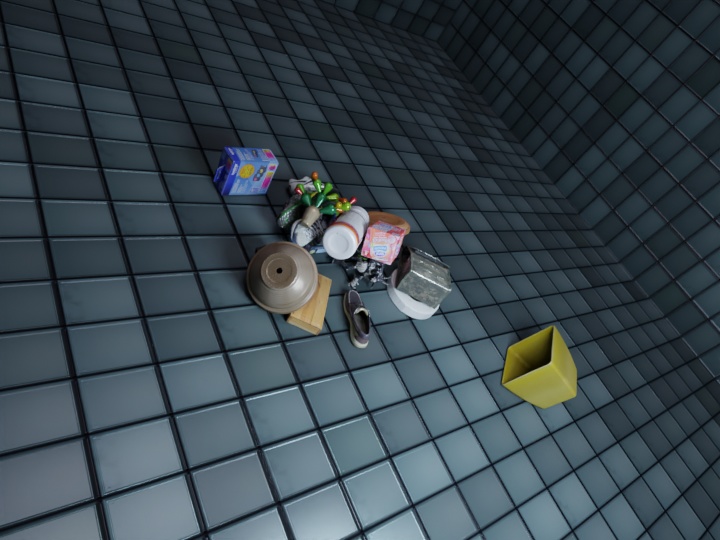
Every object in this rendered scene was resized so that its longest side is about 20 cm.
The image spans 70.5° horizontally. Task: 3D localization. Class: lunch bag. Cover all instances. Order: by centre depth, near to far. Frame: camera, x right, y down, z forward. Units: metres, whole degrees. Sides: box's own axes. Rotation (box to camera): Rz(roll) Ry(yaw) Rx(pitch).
[{"bbox_3d":[0.214,0.005,1.732,0.163,0.118,0.201,27,34,-14],"label":"lunch bag"}]

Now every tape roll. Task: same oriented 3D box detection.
[{"bbox_3d":[0.182,0.077,1.755,0.201,0.037,0.204,21,42,-21],"label":"tape roll"}]

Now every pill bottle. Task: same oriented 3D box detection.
[{"bbox_3d":[-0.039,-0.124,1.587,0.109,0.110,0.200,35,31,-4],"label":"pill bottle"}]

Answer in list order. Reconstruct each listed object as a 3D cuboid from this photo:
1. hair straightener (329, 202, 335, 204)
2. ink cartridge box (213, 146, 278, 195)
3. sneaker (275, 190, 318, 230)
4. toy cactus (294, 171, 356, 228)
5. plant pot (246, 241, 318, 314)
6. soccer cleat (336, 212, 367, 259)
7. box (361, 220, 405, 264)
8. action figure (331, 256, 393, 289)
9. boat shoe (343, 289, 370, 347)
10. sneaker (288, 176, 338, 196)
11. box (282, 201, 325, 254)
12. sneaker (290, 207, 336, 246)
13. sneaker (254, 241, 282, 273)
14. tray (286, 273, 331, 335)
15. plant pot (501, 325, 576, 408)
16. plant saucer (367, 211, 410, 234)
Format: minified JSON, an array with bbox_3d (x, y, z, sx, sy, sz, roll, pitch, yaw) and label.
[{"bbox_3d":[-0.040,-0.168,1.786,0.200,0.077,0.041,47,38,10],"label":"hair straightener"},{"bbox_3d":[-0.377,-0.313,1.614,0.199,0.137,0.077,-8,52,-42],"label":"ink cartridge box"},{"bbox_3d":[-0.207,-0.194,1.640,0.084,0.079,0.200,16,38,27],"label":"sneaker"},{"bbox_3d":[-0.126,-0.206,1.552,0.198,0.102,0.166,26,69,8],"label":"toy cactus"},{"bbox_3d":[-0.215,0.010,1.380,0.198,0.093,0.203,0,75,-2],"label":"plant pot"},{"bbox_3d":[-0.024,-0.126,1.724,0.201,0.081,0.068,52,12,-10],"label":"soccer cleat"},{"bbox_3d":[0.076,-0.093,1.638,0.102,0.096,0.200,19,14,6],"label":"box"},{"bbox_3d":[0.000,0.000,1.626,0.199,0.120,0.102,29,37,8],"label":"action figure"},{"bbox_3d":[-0.003,0.134,1.530,0.071,0.065,0.201,14,44,-25],"label":"boat shoe"},{"bbox_3d":[-0.167,-0.299,1.816,0.198,0.074,0.089,-2,55,-40],"label":"sneaker"},{"bbox_3d":[-0.159,-0.148,1.704,0.136,0.038,0.201,-8,58,-41],"label":"box"},{"bbox_3d":[-0.143,-0.139,1.588,0.200,0.084,0.078,-52,129,-42],"label":"sneaker"},{"bbox_3d":[-0.255,0.013,1.459,0.098,0.071,0.202,-6,65,-20],"label":"sneaker"},{"bbox_3d":[-0.147,0.085,1.489,0.098,0.037,0.201,26,40,-16],"label":"tray"},{"bbox_3d":[0.625,0.345,1.731,0.176,0.200,0.200,45,38,-9],"label":"plant pot"},{"bbox_3d":[0.085,-0.176,1.857,0.198,0.033,0.201,10,22,-4],"label":"plant saucer"}]
